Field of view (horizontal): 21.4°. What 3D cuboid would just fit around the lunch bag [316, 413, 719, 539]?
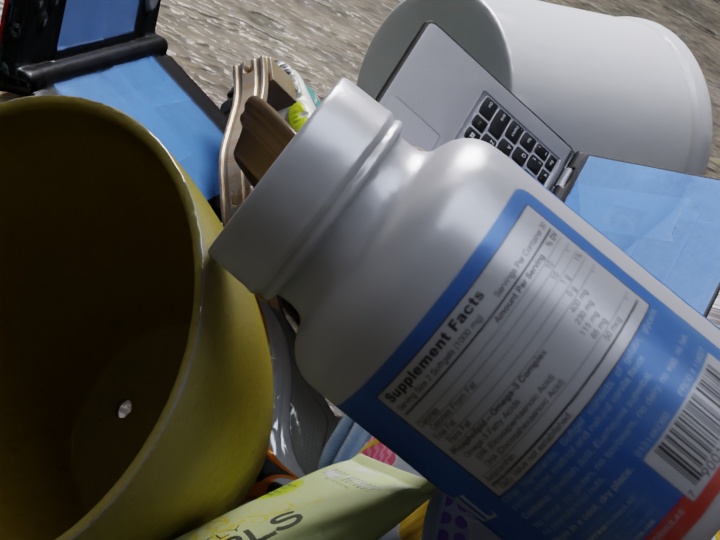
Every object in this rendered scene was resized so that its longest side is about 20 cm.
[{"bbox_3d":[0.064,0.131,0.802,0.169,0.127,0.201,35,50,-21],"label":"lunch bag"}]

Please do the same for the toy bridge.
[{"bbox_3d":[-0.052,-0.027,1.023,0.067,0.027,0.202,42,38,-57],"label":"toy bridge"}]

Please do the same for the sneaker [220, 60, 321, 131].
[{"bbox_3d":[-0.026,-0.050,1.165,0.080,0.077,0.201,39,25,-40],"label":"sneaker"}]

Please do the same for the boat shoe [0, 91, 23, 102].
[{"bbox_3d":[-0.174,-0.069,1.034,0.069,0.074,0.199,46,18,31],"label":"boat shoe"}]

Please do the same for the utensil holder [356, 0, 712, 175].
[{"bbox_3d":[0.119,-0.105,1.321,0.199,0.171,0.170,6,36,-42],"label":"utensil holder"}]

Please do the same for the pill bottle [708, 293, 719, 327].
[{"bbox_3d":[0.203,0.069,1.176,0.110,0.111,0.200,30,26,-6],"label":"pill bottle"}]

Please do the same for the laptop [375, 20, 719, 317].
[{"bbox_3d":[0.093,-0.026,1.077,0.200,0.116,0.188,40,63,-16],"label":"laptop"}]

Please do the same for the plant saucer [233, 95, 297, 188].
[{"bbox_3d":[0.000,0.000,0.935,0.200,0.029,0.200,50,-4,5],"label":"plant saucer"}]

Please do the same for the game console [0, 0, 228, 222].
[{"bbox_3d":[-0.103,-0.126,1.016,0.118,0.174,0.200,17,15,10],"label":"game console"}]

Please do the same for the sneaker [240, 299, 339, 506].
[{"bbox_3d":[-0.026,0.102,0.914,0.092,0.076,0.201,25,33,-34],"label":"sneaker"}]

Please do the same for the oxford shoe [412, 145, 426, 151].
[{"bbox_3d":[0.062,0.005,1.002,0.200,0.071,0.074,50,8,20],"label":"oxford shoe"}]

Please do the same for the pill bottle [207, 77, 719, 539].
[{"bbox_3d":[0.046,0.023,0.697,0.200,0.112,0.112,39,25,-3],"label":"pill bottle"}]

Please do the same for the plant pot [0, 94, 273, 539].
[{"bbox_3d":[-0.114,0.050,0.787,0.200,0.200,0.142,52,8,35],"label":"plant pot"}]

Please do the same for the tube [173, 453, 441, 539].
[{"bbox_3d":[-0.066,0.122,0.714,0.199,0.052,0.058,-28,57,-20],"label":"tube"}]
